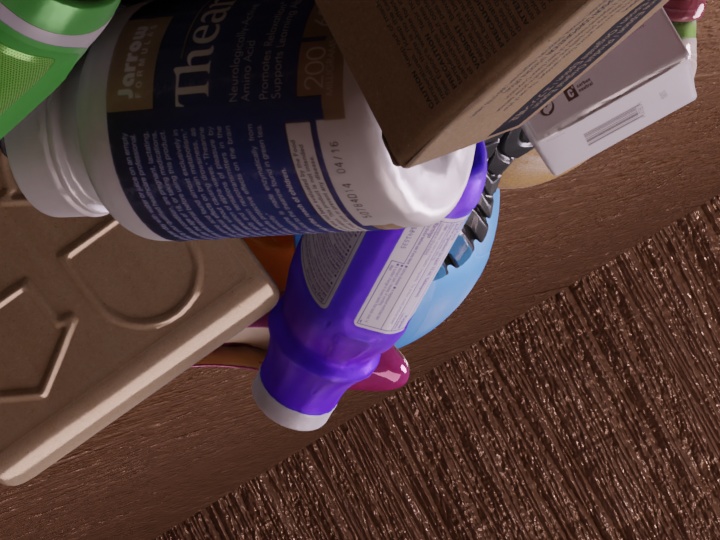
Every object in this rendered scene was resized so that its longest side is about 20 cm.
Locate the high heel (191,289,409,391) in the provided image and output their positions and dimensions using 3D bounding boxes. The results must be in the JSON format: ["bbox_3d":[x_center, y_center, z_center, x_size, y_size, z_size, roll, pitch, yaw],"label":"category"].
[{"bbox_3d":[-0.074,0.051,1.408,0.067,0.199,0.096,121,-11,-53],"label":"high heel"}]

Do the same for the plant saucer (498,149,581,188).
[{"bbox_3d":[0.107,-0.140,1.419,0.200,0.201,0.035,-24,-152,-24],"label":"plant saucer"}]

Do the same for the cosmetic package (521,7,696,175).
[{"bbox_3d":[0.072,-0.155,1.164,0.085,0.200,0.108,-28,171,6],"label":"cosmetic package"}]

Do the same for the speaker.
[{"bbox_3d":[-0.187,-0.095,1.097,0.088,0.089,0.200,-18,166,-49],"label":"speaker"}]

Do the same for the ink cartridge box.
[{"bbox_3d":[0.037,-0.168,0.985,0.075,0.200,0.165,-20,168,-36],"label":"ink cartridge box"}]

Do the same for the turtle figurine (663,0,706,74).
[{"bbox_3d":[0.151,-0.194,1.311,0.143,0.195,0.200,12,-165,-14],"label":"turtle figurine"}]

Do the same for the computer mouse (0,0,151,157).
[{"bbox_3d":[-0.107,-0.145,1.214,0.200,0.046,0.141,-29,153,-21],"label":"computer mouse"}]

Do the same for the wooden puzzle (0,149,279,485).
[{"bbox_3d":[-0.170,-0.012,1.307,0.185,0.200,0.046,-35,-162,7],"label":"wooden puzzle"}]

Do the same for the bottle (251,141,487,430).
[{"bbox_3d":[0.000,0.000,1.310,0.065,0.084,0.200,15,126,-19],"label":"bottle"}]

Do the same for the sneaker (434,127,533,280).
[{"bbox_3d":[0.057,-0.087,1.336,0.073,0.082,0.200,1,135,-48],"label":"sneaker"}]

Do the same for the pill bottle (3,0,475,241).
[{"bbox_3d":[-0.057,-0.070,1.124,0.199,0.111,0.111,-3,-177,27],"label":"pill bottle"}]

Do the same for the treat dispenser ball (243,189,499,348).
[{"bbox_3d":[-0.015,-0.046,1.509,0.200,0.201,0.201,-27,171,-5],"label":"treat dispenser ball"}]
